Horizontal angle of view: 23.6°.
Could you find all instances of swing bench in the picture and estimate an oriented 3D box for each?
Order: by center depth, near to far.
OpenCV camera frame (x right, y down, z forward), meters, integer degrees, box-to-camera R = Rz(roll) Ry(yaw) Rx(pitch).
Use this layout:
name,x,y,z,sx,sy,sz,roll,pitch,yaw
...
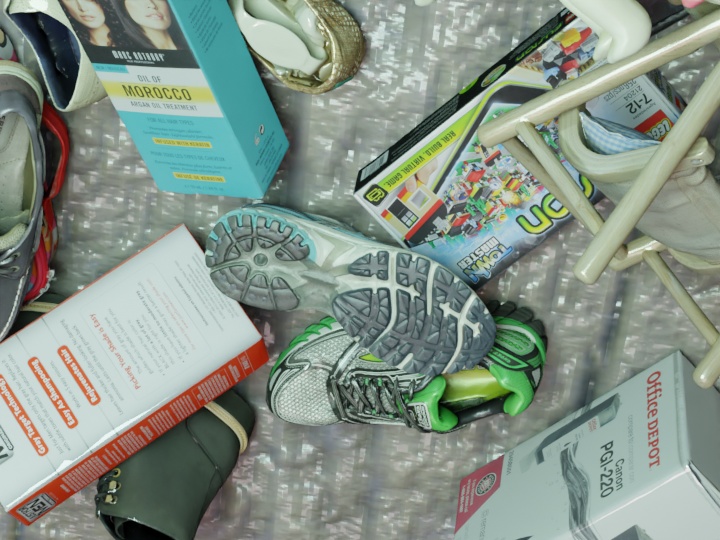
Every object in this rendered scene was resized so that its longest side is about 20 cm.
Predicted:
name,x,y,z,sx,sy,sz,roll,pitch,yaw
swing bench,0.213,-0.063,1.005,0.200,0.130,0.199,-40,142,11

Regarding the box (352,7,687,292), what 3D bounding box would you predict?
name,x,y,z,sx,sy,sz,roll,pitch,yaw
box,0.104,-0.076,1.118,0.200,0.035,0.110,-38,109,24

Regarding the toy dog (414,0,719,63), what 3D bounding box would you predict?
name,x,y,z,sx,sy,sz,roll,pitch,yaw
toy dog,0.134,-0.201,0.902,0.199,0.140,0.195,11,86,4

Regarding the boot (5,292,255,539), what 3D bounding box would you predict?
name,x,y,z,sx,sy,sz,roll,pitch,yaw
boot,-0.180,0.110,1.195,0.199,0.139,0.078,27,137,-6

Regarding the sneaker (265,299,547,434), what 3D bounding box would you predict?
name,x,y,z,sx,sy,sz,roll,pitch,yaw
sneaker,0.028,0.073,1.185,0.199,0.085,0.078,-11,118,14

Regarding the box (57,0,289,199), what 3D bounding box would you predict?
name,x,y,z,sx,sy,sz,roll,pitch,yaw
box,-0.116,-0.129,1.051,0.082,0.049,0.200,6,143,25

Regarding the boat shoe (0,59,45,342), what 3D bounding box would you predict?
name,x,y,z,sx,sy,sz,roll,pitch,yaw
boat shoe,-0.236,-0.031,1.090,0.072,0.065,0.201,8,117,-16

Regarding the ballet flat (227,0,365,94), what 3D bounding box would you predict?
name,x,y,z,sx,sy,sz,roll,pitch,yaw
ballet flat,-0.079,-0.181,1.065,0.200,0.065,0.071,35,119,-12

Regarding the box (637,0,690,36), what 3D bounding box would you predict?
name,x,y,z,sx,sy,sz,roll,pitch,yaw
box,0.175,-0.260,0.973,0.163,0.086,0.200,-28,113,22

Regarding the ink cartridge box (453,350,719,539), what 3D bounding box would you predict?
name,x,y,z,sx,sy,sz,roll,pitch,yaw
ink cartridge box,0.164,0.165,1.183,0.200,0.146,0.085,-32,110,22

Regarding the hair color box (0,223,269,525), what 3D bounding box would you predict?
name,x,y,z,sx,sy,sz,roll,pitch,yaw
hair color box,-0.171,0.069,1.150,0.200,0.061,0.102,-33,74,-8

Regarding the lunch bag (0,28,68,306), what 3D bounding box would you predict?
name,x,y,z,sx,sy,sz,roll,pitch,yaw
lunch bag,-0.279,-0.069,1.152,0.175,0.082,0.201,-7,118,7

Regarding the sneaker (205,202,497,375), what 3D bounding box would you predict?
name,x,y,z,sx,sy,sz,roll,pitch,yaw
sneaker,0.000,0.000,1.147,0.199,0.086,0.078,24,110,0

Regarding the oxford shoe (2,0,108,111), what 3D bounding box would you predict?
name,x,y,z,sx,sy,sz,roll,pitch,yaw
oxford shoe,-0.189,-0.193,1.058,0.071,0.074,0.201,2,123,40
